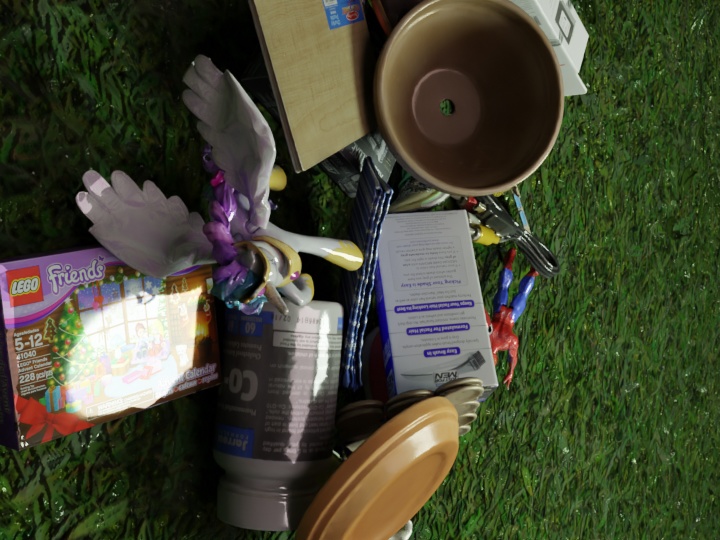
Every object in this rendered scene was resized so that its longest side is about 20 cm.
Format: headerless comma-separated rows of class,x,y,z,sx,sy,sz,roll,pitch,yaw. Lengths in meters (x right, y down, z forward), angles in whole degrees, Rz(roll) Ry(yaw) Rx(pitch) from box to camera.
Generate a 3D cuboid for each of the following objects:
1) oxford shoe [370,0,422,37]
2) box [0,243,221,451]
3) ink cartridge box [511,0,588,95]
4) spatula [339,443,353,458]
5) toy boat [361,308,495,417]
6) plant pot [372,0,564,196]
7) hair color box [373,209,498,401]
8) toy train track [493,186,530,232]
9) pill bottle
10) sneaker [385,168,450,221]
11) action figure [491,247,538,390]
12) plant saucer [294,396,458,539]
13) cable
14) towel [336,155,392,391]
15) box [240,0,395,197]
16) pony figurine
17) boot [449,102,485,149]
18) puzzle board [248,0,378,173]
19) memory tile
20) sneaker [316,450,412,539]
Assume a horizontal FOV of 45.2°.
oxford shoe,0.061,-0.314,0.934,0.071,0.072,0.202,53,36,-31
box,-0.202,0.048,0.700,0.199,0.039,0.139,-14,102,-50
ink cartridge box,0.220,-0.315,1.138,0.200,0.114,0.068,41,61,-44
spatula,0.023,0.217,0.951,0.021,0.056,0.200,-55,158,-1
toy boat,0.098,0.103,1.002,0.199,0.129,0.133,-33,117,-44
plant pot,0.102,-0.175,0.896,0.197,0.093,0.205,0,89,-13
hair color box,0.073,0.040,0.931,0.065,0.107,0.203,105,-21,-65
toy train track,0.197,-0.107,1.182,0.116,0.032,0.201,-99,165,-48
pill bottle,-0.078,0.127,0.800,0.113,0.112,0.204,9,85,-50
sneaker,0.072,-0.119,1.023,0.089,0.077,0.200,53,48,-3
action figure,0.192,0.072,1.162,0.201,0.064,0.100,-60,162,-45
plant saucer,0.024,0.204,0.804,0.199,0.037,0.201,-37,152,-23
cable,0.188,-0.051,1.149,0.199,0.050,0.098,31,35,-40
towel,0.000,0.000,0.853,0.023,0.145,0.203,8,107,-8
box,-0.019,-0.197,0.902,0.200,0.049,0.160,43,61,-43
pony figurine,-0.096,-0.045,0.687,0.167,0.193,0.200,-46,172,14
boot,0.111,-0.209,1.025,0.200,0.137,0.078,-46,156,-24
puzzle board,-0.034,-0.190,0.801,0.200,0.017,0.153,-42,121,-57
memory tile,0.050,0.156,0.895,0.201,0.151,0.017,86,-9,-65
sneaker,-0.014,0.236,0.916,0.199,0.076,0.076,37,67,-43
